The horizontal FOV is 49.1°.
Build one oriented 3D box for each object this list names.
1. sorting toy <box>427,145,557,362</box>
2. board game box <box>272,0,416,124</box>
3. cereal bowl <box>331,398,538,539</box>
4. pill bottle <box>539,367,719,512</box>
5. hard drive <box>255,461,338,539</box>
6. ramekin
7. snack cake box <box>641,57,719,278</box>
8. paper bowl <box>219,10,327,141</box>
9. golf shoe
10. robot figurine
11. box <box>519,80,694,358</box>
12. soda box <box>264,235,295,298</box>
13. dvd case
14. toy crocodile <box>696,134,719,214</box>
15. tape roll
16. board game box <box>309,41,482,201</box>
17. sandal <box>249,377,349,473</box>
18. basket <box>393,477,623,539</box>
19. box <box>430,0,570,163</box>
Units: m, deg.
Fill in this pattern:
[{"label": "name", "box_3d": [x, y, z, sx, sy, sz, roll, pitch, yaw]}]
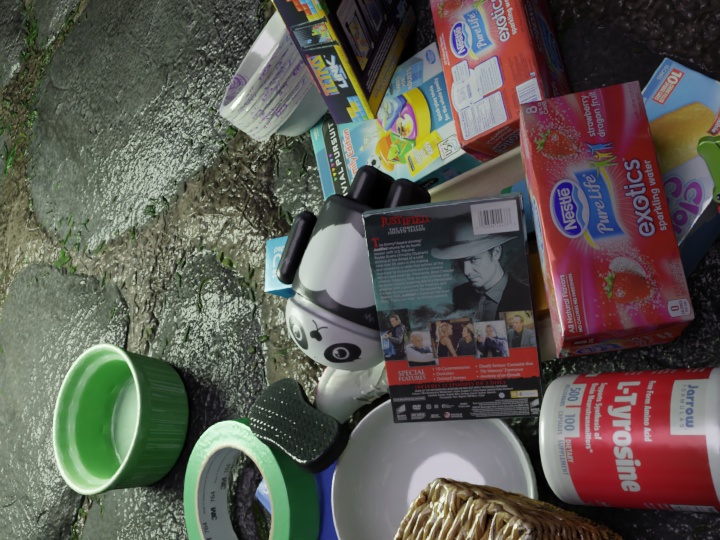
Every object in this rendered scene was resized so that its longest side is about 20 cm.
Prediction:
[{"label": "sorting toy", "box_3d": [0.130, -0.007, 0.760, 0.184, 0.036, 0.202, -22, 69, 45]}, {"label": "board game box", "box_3d": [-0.010, -0.294, 0.887, 0.056, 0.166, 0.201, -3, 47, 28]}, {"label": "cereal bowl", "box_3d": [0.076, 0.220, 0.768, 0.198, 0.083, 0.202, -6, 73, 20]}, {"label": "pill bottle", "box_3d": [0.257, 0.137, 0.643, 0.198, 0.112, 0.114, -9, 72, 36]}, {"label": "hard drive", "box_3d": [-0.029, 0.265, 0.891, 0.200, 0.025, 0.133, 37, 102, 38]}, {"label": "ramekin", "box_3d": [-0.331, 0.208, 1.100, 0.199, 0.097, 0.202, -11, 72, 36]}, {"label": "snack cake box", "box_3d": [0.274, -0.072, 0.715, 0.115, 0.067, 0.201, 42, 105, 39]}, {"label": "paper bowl", "box_3d": [-0.084, -0.252, 0.994, 0.201, 0.104, 0.202, -44, 25, 27]}, {"label": "golf shoe", "box_3d": [0.023, 0.107, 0.865, 0.092, 0.075, 0.201, 45, 108, 33]}, {"label": "robot figurine", "box_3d": [0.000, 0.000, 0.789, 0.150, 0.124, 0.202, 30, 99, 63]}, {"label": "box", "box_3d": [0.194, -0.038, 0.646, 0.099, 0.096, 0.202, -9, 73, 10]}, {"label": "soda box", "box_3d": [-0.021, -0.012, 0.936, 0.199, 0.064, 0.069, -9, 72, 37]}, {"label": "dvd case", "box_3d": [0.085, 0.038, 0.709, 0.144, 0.022, 0.202, -6, 103, 17]}, {"label": "toy crocodile", "box_3d": [0.332, -0.026, 0.623, 0.200, 0.067, 0.062, 49, 119, 0]}, {"label": "tape roll", "box_3d": [-0.132, 0.276, 0.925, 0.199, 0.048, 0.203, -4, 84, 43]}, {"label": "board game box", "box_3d": [0.038, -0.151, 0.937, 0.199, 0.047, 0.152, -28, 62, 30]}, {"label": "sandal", "box_3d": [-0.067, 0.173, 0.845, 0.075, 0.048, 0.200, -43, 25, -11]}, {"label": "basket", "box_3d": [0.106, 0.288, 0.659, 0.142, 0.148, 0.202, 10, 82, 50]}, {"label": "box", "box_3d": [0.149, -0.219, 0.825, 0.099, 0.095, 0.202, -22, 65, 32]}]
